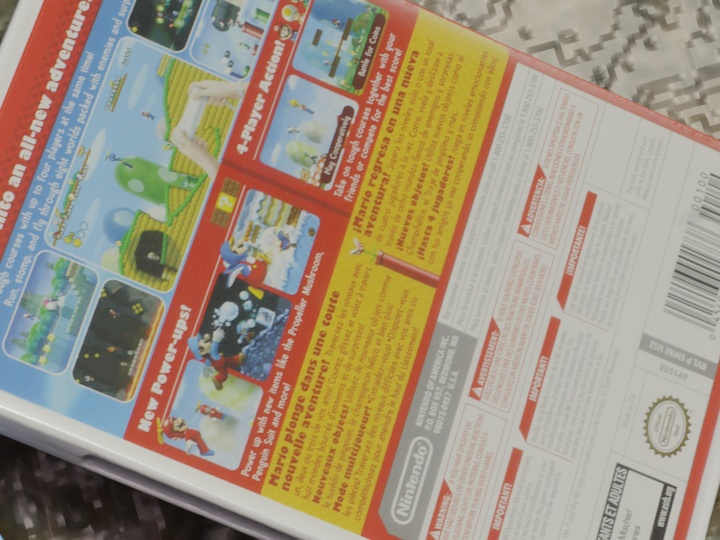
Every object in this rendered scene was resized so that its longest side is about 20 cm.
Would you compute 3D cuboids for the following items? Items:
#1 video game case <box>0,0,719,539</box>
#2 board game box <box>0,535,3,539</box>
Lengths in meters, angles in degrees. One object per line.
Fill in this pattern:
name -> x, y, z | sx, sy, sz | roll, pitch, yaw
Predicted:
video game case -> 0.000, 0.000, 0.674 | 0.200, 0.017, 0.143 | 23, 65, -10
board game box -> -0.200, 0.060, 0.647 | 0.196, 0.056, 0.200 | -30, 82, -12
